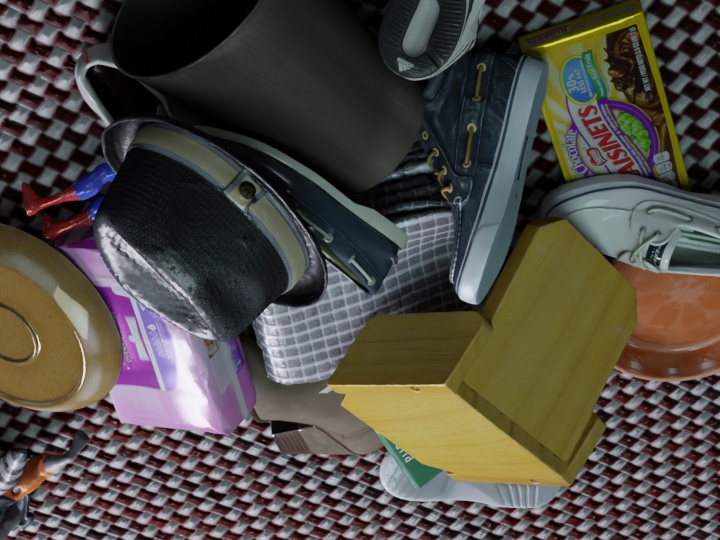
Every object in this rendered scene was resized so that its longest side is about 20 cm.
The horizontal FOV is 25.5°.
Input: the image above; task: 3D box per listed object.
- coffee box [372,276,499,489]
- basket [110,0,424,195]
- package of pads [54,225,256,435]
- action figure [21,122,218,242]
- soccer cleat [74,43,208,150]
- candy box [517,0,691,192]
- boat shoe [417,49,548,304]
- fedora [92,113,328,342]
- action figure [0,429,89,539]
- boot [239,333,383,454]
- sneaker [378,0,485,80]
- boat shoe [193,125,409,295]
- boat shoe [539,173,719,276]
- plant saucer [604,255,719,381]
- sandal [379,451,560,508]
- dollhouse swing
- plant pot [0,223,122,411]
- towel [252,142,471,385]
[{"bbox_3d":[0.097,0.095,1.446,0.200,0.044,0.123,-38,130,-4],"label":"coffee box"},{"bbox_3d":[-0.055,-0.152,1.192,0.180,0.136,0.200,-6,150,45],"label":"basket"},{"bbox_3d":[-0.172,0.044,1.349,0.120,0.076,0.200,2,124,26],"label":"package of pads"},{"bbox_3d":[-0.173,-0.084,1.294,0.199,0.052,0.066,-19,137,3],"label":"action figure"},{"bbox_3d":[-0.144,-0.094,1.220,0.069,0.085,0.200,-42,98,5],"label":"soccer cleat"},{"bbox_3d":[0.205,-0.126,1.321,0.102,0.026,0.200,-16,131,12],"label":"candy box"},{"bbox_3d":[0.082,-0.078,1.256,0.091,0.201,0.071,14,175,15],"label":"boat shoe"},{"bbox_3d":[-0.124,-0.017,1.150,0.200,0.092,0.201,29,154,16],"label":"fedora"},{"bbox_3d":[-0.375,0.199,1.485,0.200,0.105,0.194,23,115,-27],"label":"action figure"},{"bbox_3d":[-0.028,0.103,1.464,0.146,0.070,0.200,-17,140,10],"label":"boot"},{"bbox_3d":[0.075,-0.233,1.188,0.076,0.115,0.201,29,94,4],"label":"sneaker"},{"bbox_3d":[-0.052,-0.045,1.205,0.200,0.075,0.062,31,83,-35],"label":"boat shoe"},{"bbox_3d":[0.252,-0.033,1.341,0.199,0.067,0.074,2,133,0],"label":"boat shoe"},{"bbox_3d":[0.301,0.021,1.460,0.200,0.032,0.201,-3,131,-4],"label":"plant saucer"},{"bbox_3d":[0.106,0.185,1.560,0.206,0.059,0.079,6,102,-25],"label":"sandal"},{"bbox_3d":[0.111,0.064,1.365,0.181,0.176,0.200,-3,150,41],"label":"dollhouse swing"},{"bbox_3d":[-0.296,0.047,1.348,0.200,0.028,0.200,15,130,18],"label":"plant pot"},{"bbox_3d":[0.000,0.000,1.343,0.199,0.086,0.166,-17,131,-7],"label":"towel"}]
